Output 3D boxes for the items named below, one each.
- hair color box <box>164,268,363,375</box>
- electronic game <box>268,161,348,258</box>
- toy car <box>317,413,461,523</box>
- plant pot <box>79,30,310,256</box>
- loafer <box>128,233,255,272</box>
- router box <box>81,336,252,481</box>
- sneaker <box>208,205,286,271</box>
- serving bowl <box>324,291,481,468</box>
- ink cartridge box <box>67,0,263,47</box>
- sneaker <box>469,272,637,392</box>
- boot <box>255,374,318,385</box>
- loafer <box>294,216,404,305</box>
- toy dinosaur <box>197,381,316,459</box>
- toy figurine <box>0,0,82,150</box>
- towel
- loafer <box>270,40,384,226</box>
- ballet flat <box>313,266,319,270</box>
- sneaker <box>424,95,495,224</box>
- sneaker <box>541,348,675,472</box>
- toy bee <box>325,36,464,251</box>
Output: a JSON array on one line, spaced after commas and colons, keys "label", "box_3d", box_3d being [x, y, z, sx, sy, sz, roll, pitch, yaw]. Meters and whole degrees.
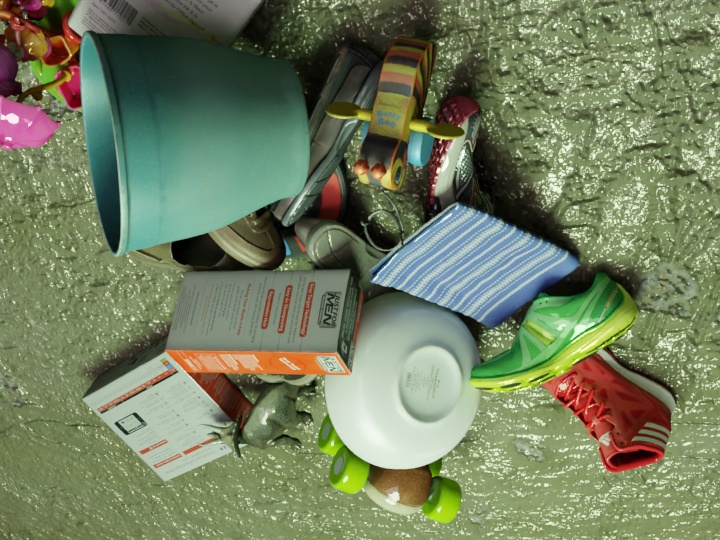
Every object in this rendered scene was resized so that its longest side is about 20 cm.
[{"label": "hair color box", "box_3d": [-0.103, 0.056, 1.054, 0.197, 0.103, 0.061, 0, 150, 18]}, {"label": "electronic game", "box_3d": [-0.108, -0.099, 1.099, 0.197, 0.042, 0.202, 10, 127, 13]}, {"label": "toy car", "box_3d": [0.067, 0.182, 1.198, 0.163, 0.158, 0.202, 22, 105, -21]}, {"label": "plant pot", "box_3d": [-0.153, -0.128, 0.913, 0.185, 0.201, 0.202, -10, 132, -21]}, {"label": "loafer", "box_3d": [-0.213, -0.039, 1.138, 0.198, 0.077, 0.068, 20, 158, 17]}, {"label": "router box", "box_3d": [-0.266, 0.195, 1.366, 0.199, 0.049, 0.180, -27, 112, 33]}, {"label": "sneaker", "box_3d": [-0.142, -0.088, 1.050, 0.200, 0.071, 0.075, 48, 129, -9]}, {"label": "serving bowl", "box_3d": [0.061, 0.125, 1.084, 0.201, 0.200, 0.066, 49, 159, -18]}, {"label": "ink cartridge box", "box_3d": [-0.177, -0.281, 0.963, 0.144, 0.084, 0.200, 39, 128, -11]}, {"label": "sneaker", "box_3d": [0.207, 0.072, 1.074, 0.198, 0.074, 0.084, -31, 68, 11]}, {"label": "boot", "box_3d": [-0.127, 0.073, 1.165, 0.150, 0.074, 0.199, 33, 158, -23]}, {"label": "loafer", "box_3d": [0.000, 0.000, 1.113, 0.072, 0.063, 0.200, -50, 128, -4]}, {"label": "toy dinosaur", "box_3d": [-0.110, 0.186, 1.257, 0.200, 0.102, 0.077, -43, 59, 24]}, {"label": "toy figurine", "box_3d": [-0.345, -0.214, 1.009, 0.148, 0.185, 0.202, -10, 120, 26]}, {"label": "towel", "box_3d": [0.125, 0.000, 1.039, 0.198, 0.024, 0.144, 20, 136, -36]}, {"label": "loafer", "box_3d": [-0.041, -0.142, 1.006, 0.063, 0.072, 0.201, 36, 105, 4]}, {"label": "ballet flat", "box_3d": [-0.020, 0.081, 1.195, 0.066, 0.047, 0.202, -3, 123, 23]}, {"label": "sneaker", "box_3d": [0.107, -0.093, 1.009, 0.073, 0.081, 0.202, 0, 135, 0]}, {"label": "sneaker", "box_3d": [0.264, 0.151, 1.098, 0.198, 0.116, 0.079, 22, 130, 3]}, {"label": "toy bee", "box_3d": [0.034, -0.120, 0.914, 0.129, 0.109, 0.203, -8, 94, 19]}]
